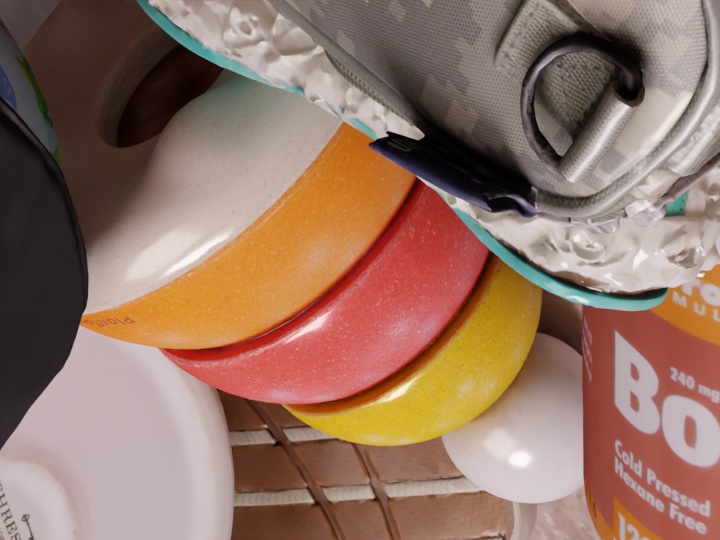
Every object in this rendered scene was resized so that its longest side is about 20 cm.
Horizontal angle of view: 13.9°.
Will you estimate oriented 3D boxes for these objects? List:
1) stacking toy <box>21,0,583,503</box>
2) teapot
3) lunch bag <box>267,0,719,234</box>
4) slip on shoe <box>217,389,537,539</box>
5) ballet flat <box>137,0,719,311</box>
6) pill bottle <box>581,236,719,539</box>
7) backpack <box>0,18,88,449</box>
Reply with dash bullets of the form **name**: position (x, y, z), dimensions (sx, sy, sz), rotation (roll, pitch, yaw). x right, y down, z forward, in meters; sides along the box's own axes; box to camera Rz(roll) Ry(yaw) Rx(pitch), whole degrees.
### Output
- **stacking toy**: position (0.000, 0.000, 0.823), dimensions (0.146, 0.147, 0.200), rotation (-6, 139, 44)
- **teapot**: position (-0.143, 0.066, 0.882), dimensions (0.197, 0.201, 0.146), rotation (16, -177, -39)
- **lunch bag**: position (0.060, -0.111, 0.554), dimensions (0.168, 0.200, 0.140), rotation (48, 142, 17)
- **slip on shoe**: position (-0.031, 0.066, 0.944), dimensions (0.199, 0.061, 0.076), rotation (-4, 96, 29)
- **ballet flat**: position (0.017, -0.060, 0.658), dimensions (0.200, 0.072, 0.072), rotation (37, 148, 44)
- **pill bottle**: position (0.108, -0.010, 0.703), dimensions (0.112, 0.112, 0.201), rotation (20, 138, 26)
- **backpack**: position (-0.163, -0.062, 0.726), dimensions (0.200, 0.154, 0.163), rotation (28, 170, 37)
